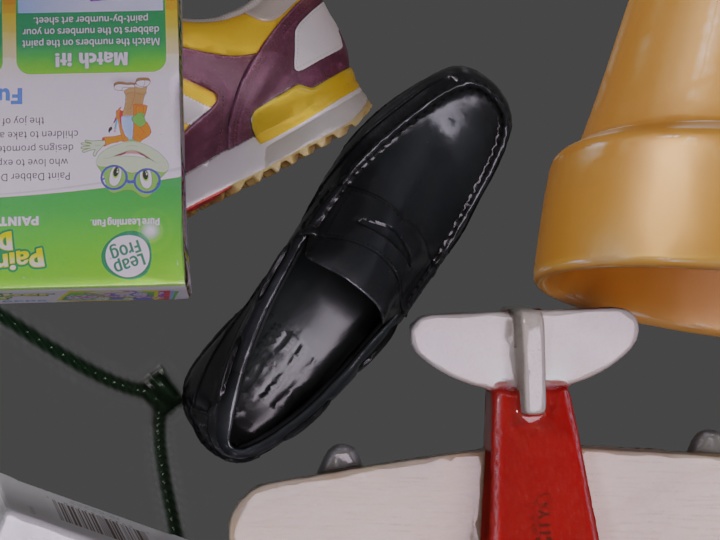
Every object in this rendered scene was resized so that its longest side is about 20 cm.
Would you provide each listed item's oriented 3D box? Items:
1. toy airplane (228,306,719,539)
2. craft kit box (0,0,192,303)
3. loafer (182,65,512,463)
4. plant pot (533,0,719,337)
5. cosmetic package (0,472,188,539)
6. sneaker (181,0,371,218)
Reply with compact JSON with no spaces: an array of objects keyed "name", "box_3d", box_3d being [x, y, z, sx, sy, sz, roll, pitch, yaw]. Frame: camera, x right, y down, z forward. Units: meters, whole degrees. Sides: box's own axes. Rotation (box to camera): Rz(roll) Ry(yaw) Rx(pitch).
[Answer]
[{"name":"toy airplane","box_3d":[0.072,0.111,0.958,0.200,0.141,0.199,39,73,12]},{"name":"craft kit box","box_3d":[-0.166,-0.085,0.859,0.199,0.049,0.199,-1,80,-3]},{"name":"loafer","box_3d":[0.000,0.000,0.944,0.068,0.070,0.201,39,89,-17]},{"name":"plant pot","box_3d":[0.182,-0.072,0.926,0.199,0.200,0.184,10,82,-15]},{"name":"cosmetic package","box_3d":[-0.147,0.200,0.940,0.101,0.071,0.201,23,93,-17]},{"name":"sneaker","box_3d":[-0.099,-0.058,0.916,0.199,0.075,0.090,-28,94,-13]}]
